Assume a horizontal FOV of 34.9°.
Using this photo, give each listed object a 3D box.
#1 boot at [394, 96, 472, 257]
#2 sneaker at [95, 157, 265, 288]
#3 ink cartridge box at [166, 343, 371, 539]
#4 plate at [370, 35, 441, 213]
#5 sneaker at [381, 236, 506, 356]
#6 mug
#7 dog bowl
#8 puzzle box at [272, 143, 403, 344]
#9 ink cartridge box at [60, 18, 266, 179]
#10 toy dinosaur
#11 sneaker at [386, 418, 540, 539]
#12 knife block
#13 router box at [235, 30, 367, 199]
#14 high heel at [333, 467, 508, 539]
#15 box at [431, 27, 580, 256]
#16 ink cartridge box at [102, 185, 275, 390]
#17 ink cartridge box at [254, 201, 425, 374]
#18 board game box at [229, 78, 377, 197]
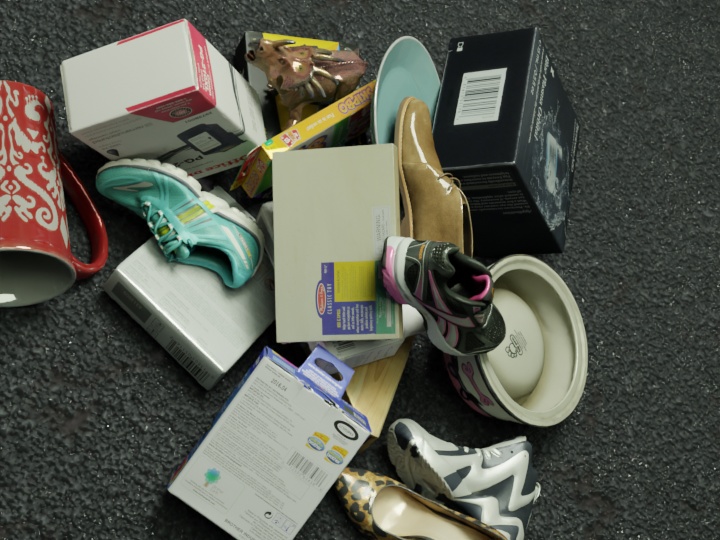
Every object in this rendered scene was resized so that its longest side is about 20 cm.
[{"bbox_3d":[0.082,-0.093,1.241,0.073,0.075,0.202,2,81,-60],"label":"boot"},{"bbox_3d":[-0.193,-0.052,1.219,0.199,0.077,0.080,30,54,-14],"label":"sneaker"},{"bbox_3d":[-0.082,0.173,1.161,0.136,0.076,0.201,36,92,-7],"label":"ink cartridge box"},{"bbox_3d":[0.050,-0.162,1.291,0.200,0.025,0.202,1,89,-63],"label":"plate"},{"bbox_3d":[0.104,0.031,1.166,0.200,0.086,0.081,35,60,-47],"label":"sneaker"},{"bbox_3d":[-0.359,-0.073,1.188,0.132,0.178,0.201,-15,66,10],"label":"mug"},{"bbox_3d":[0.176,0.086,1.338,0.199,0.074,0.202,13,70,-39],"label":"dog bowl"},{"bbox_3d":[-0.025,-0.026,1.180,0.132,0.025,0.202,-2,87,13],"label":"puzzle box"},{"bbox_3d":[-0.201,-0.168,1.210,0.144,0.200,0.085,-16,73,12],"label":"ink cartridge box"},{"bbox_3d":[-0.043,-0.221,1.292,0.199,0.136,0.086,-26,78,-38],"label":"toy dinosaur"},{"bbox_3d":[0.127,0.213,1.288,0.199,0.079,0.130,43,57,-2],"label":"sneaker"},{"bbox_3d":[0.030,0.085,1.303,0.174,0.064,0.201,-16,72,-27],"label":"knife block"},{"bbox_3d":[-0.069,-0.182,1.381,0.148,0.051,0.202,2,70,-23],"label":"router box"},{"bbox_3d":[0.065,0.255,1.204,0.200,0.143,0.072,38,59,-5],"label":"high heel"},{"bbox_3d":[0.178,-0.151,1.385,0.200,0.117,0.198,50,45,-50],"label":"box"},{"bbox_3d":[-0.165,0.014,1.274,0.160,0.047,0.200,43,42,-1],"label":"ink cartridge box"},{"bbox_3d":[0.000,0.000,1.271,0.175,0.045,0.201,-15,67,-26],"label":"ink cartridge box"},{"bbox_3d":[-0.056,-0.147,1.288,0.199,0.096,0.030,-31,80,-28],"label":"board game box"}]
